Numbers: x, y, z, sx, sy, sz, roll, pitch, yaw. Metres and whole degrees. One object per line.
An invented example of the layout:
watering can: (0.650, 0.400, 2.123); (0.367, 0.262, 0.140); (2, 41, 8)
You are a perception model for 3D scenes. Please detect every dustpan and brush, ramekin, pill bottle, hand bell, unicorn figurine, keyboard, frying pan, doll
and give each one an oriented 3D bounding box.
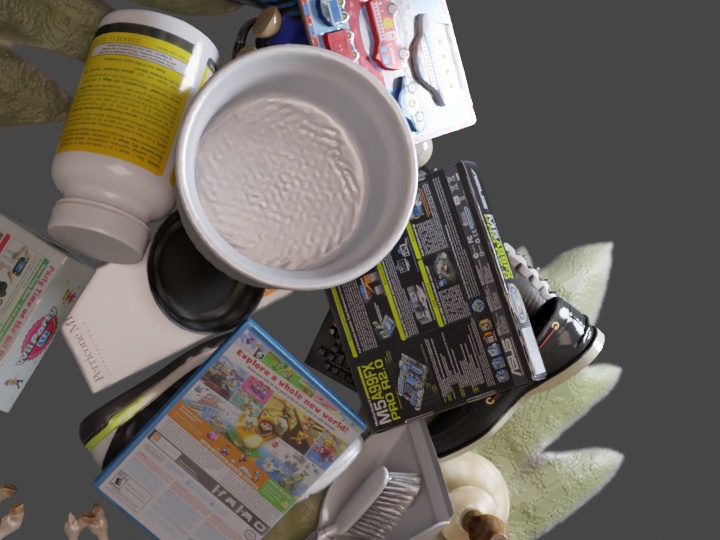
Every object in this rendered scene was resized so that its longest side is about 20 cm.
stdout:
dustpan and brush: (-0.011, 0.229, 1.472); (0.057, 0.140, 0.200); (25, 119, -30)
ramekin: (-0.061, -0.078, 1.349); (0.199, 0.098, 0.201); (2, 82, -15)
pill bottle: (-0.199, -0.113, 1.403); (0.112, 0.112, 0.201); (18, 72, -7)
hand bell: (0.102, 0.221, 1.429); (0.104, 0.200, 0.105); (0, 91, -8)
unicorn figurine: (-0.277, 0.273, 1.452); (0.199, 0.074, 0.138); (17, 99, 7)
keyboard: (0.000, 0.000, 1.474); (0.127, 0.021, 0.201); (29, 100, 19)
frying pan: (-0.121, -0.038, 1.399); (0.115, 0.031, 0.191); (22, 79, -28)
doll: (-0.020, -0.149, 1.467); (0.200, 0.048, 0.137); (30, 86, -23)

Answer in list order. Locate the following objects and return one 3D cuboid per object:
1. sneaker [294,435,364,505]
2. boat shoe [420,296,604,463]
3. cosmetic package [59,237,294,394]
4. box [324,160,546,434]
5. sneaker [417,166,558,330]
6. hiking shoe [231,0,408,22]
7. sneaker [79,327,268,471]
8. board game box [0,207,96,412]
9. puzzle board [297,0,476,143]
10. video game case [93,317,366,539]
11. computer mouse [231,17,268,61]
sneaker: (-0.093, 0.181, 1.469); (0.200, 0.070, 0.081); (-24, 91, -6)
boat shoe: (0.124, 0.098, 1.468); (0.063, 0.074, 0.201); (42, 114, -15)
cosmetic package: (-0.170, 0.019, 1.454); (0.199, 0.071, 0.102); (-28, 95, -5)
box: (0.055, 0.024, 1.422); (0.160, 0.044, 0.201); (-21, 84, 20)
sneaker: (0.102, 0.003, 1.494); (0.200, 0.066, 0.091); (44, 89, -3)
hiking shoe: (-0.051, -0.251, 1.455); (0.199, 0.087, 0.075); (13, 90, -8)
sneaker: (-0.156, 0.125, 1.458); (0.200, 0.072, 0.083); (-32, 86, 5)
board game box: (-0.351, 0.007, 1.397); (0.200, 0.064, 0.148); (32, 88, 19)
puzzle board: (0.022, -0.209, 1.448); (0.150, 0.017, 0.201); (-20, 100, -30)
video game case: (-0.113, 0.159, 1.416); (0.143, 0.018, 0.200); (42, 97, -11)
computer mouse: (-0.078, -0.130, 1.482); (0.058, 0.034, 0.201); (-14, 93, -6)
